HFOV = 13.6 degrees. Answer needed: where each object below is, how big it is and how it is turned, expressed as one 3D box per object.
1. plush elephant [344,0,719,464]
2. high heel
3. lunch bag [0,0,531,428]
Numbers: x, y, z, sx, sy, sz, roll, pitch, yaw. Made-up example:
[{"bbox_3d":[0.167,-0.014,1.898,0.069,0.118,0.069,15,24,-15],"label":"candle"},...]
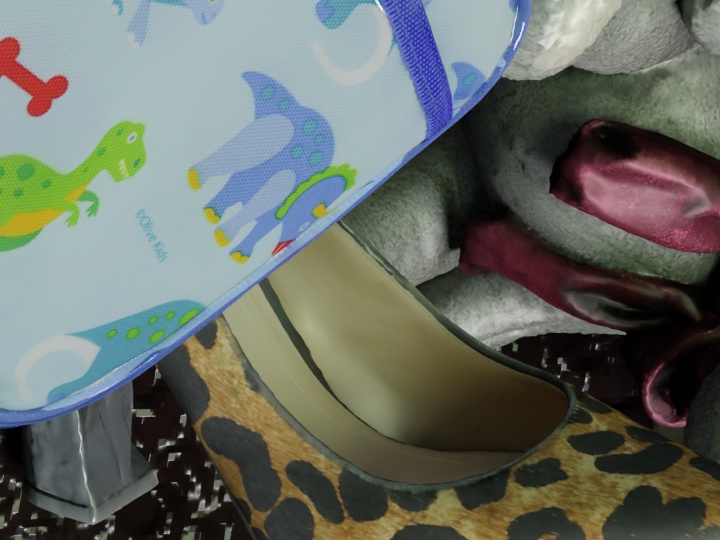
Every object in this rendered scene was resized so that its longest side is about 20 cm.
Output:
[{"bbox_3d":[0.090,0.004,0.749,0.200,0.155,0.165,-18,157,-49],"label":"plush elephant"},{"bbox_3d":[0.000,0.000,0.666,0.071,0.199,0.143,-40,132,-55],"label":"high heel"},{"bbox_3d":[-0.055,-0.081,0.567,0.160,0.082,0.201,-36,137,-15],"label":"lunch bag"}]
